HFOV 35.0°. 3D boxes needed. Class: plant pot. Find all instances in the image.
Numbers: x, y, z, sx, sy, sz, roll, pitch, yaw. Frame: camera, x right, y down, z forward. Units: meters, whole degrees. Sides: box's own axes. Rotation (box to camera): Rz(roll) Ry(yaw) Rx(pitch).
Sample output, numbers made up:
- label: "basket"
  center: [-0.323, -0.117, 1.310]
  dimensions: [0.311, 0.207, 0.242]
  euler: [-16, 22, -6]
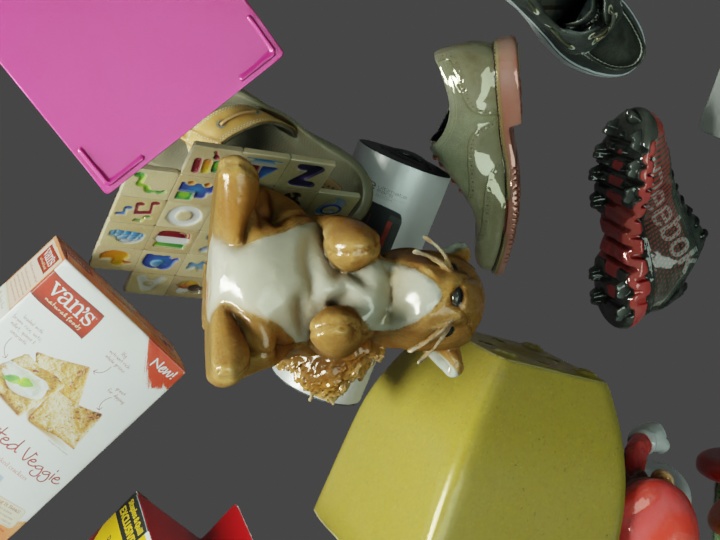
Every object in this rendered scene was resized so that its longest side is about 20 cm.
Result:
- label: "plant pot"
  center: [0.105, 0.159, 0.956]
  dimensions: [0.193, 0.195, 0.202]
  euler: [15, 96, -26]

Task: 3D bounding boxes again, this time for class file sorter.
- label: "file sorter"
  center: [-0.171, -0.177, 0.722]
  dimensions: [0.139, 0.125, 0.201]
  euler: [-38, 108, -4]

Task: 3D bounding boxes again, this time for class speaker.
- label: "speaker"
  center: [0.000, 0.000, 0.907]
  dimensions: [0.081, 0.081, 0.201]
  euler: [16, 104, -27]

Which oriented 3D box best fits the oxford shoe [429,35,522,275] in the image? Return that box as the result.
- label: "oxford shoe"
  center: [0.093, -0.091, 0.928]
  dimensions: [0.073, 0.071, 0.202]
  euler: [-1, 114, 5]

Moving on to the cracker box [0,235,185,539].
- label: "cracker box"
  center: [-0.249, 0.092, 0.852]
  dimensions: [0.200, 0.058, 0.134]
  euler: [-44, 120, -2]

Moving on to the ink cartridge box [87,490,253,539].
- label: "ink cartridge box"
  center: [-0.158, 0.270, 0.878]
  dimensions: [0.176, 0.200, 0.084]
  euler: [-45, 119, 0]

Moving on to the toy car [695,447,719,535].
- label: "toy car"
  center: [0.415, 0.188, 1.126]
  dimensions: [0.149, 0.175, 0.201]
  euler: [29, 100, 8]

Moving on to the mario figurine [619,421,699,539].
- label: "mario figurine"
  center: [0.232, 0.205, 1.014]
  dimensions: [0.105, 0.200, 0.125]
  euler: [3, 110, -22]

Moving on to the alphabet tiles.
- label: "alphabet tiles"
  center: [-0.100, -0.029, 0.822]
  dimensions: [0.165, 0.006, 0.200]
  euler: [5, 149, -24]

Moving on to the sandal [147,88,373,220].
- label: "sandal"
  center: [-0.083, -0.084, 0.827]
  dimensions: [0.199, 0.054, 0.081]
  euler: [24, 103, -5]

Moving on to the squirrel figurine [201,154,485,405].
- label: "squirrel figurine"
  center: [-0.014, 0.018, 0.790]
  dimensions: [0.185, 0.200, 0.143]
  euler: [2, 77, -11]

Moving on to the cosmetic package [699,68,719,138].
- label: "cosmetic package"
  center: [0.437, -0.158, 0.974]
  dimensions: [0.198, 0.165, 0.166]
  euler: [10, 107, -25]

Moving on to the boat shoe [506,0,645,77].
- label: "boat shoe"
  center: [0.167, -0.205, 0.897]
  dimensions: [0.199, 0.057, 0.069]
  euler: [26, 100, -38]

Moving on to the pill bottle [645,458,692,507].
- label: "pill bottle"
  center: [0.272, 0.294, 1.116]
  dimensions: [0.111, 0.112, 0.202]
  euler: [-19, 116, -14]

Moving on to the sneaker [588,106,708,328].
- label: "sneaker"
  center: [0.253, -0.050, 0.996]
  dimensions: [0.097, 0.071, 0.202]
  euler: [-13, 117, -17]
